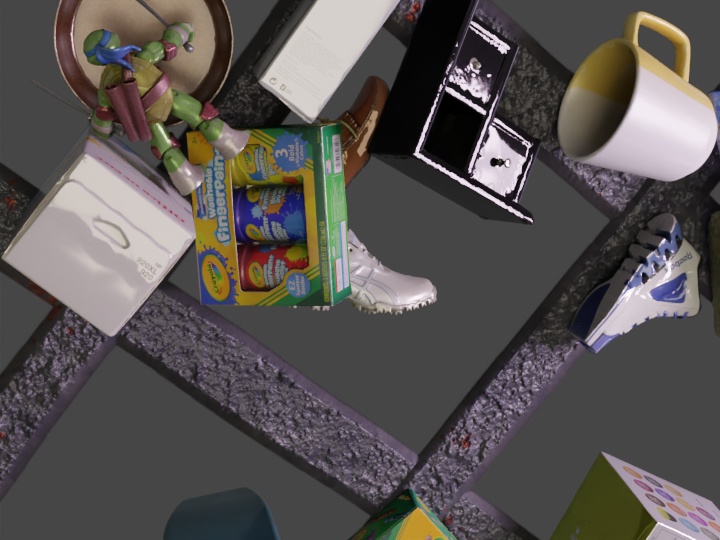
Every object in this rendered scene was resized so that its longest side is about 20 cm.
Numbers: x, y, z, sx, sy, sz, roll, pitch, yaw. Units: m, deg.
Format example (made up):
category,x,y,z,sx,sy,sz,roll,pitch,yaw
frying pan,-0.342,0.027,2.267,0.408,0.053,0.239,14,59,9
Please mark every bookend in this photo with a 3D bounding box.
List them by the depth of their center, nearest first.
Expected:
category,x,y,z,sx,sy,sz,roll,pitch,yaw
bookend,0.138,-0.184,1.342,0.199,0.092,0.200,27,81,-34

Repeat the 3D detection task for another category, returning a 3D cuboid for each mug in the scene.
category,x,y,z,sx,sy,sz,roll,pitch,yaw
mug,0.347,-0.194,1.374,0.152,0.150,0.188,18,109,-23

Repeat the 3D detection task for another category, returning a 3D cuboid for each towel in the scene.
category,x,y,z,sx,sy,sz,roll,pitch,yaw
towel,0.483,0.035,1.450,0.036,0.149,0.201,-15,114,-4

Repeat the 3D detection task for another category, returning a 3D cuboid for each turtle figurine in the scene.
category,x,y,z,sx,sy,sz,roll,pitch,yaw
turtle figurine,-0.220,-0.192,1.247,0.144,0.200,0.194,-50,114,-18

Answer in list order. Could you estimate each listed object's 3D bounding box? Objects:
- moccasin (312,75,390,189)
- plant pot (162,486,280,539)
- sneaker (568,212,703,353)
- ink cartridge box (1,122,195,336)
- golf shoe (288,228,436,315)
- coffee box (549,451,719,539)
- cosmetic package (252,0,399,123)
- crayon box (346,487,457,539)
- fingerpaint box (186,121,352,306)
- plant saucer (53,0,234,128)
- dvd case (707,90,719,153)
category,x,y,z,sx,sy,sz,roll,pitch,yaw
moccasin,-0.036,-0.143,1.358,0.077,0.074,0.202,30,109,-25
plant pot,-0.164,0.357,1.409,0.140,0.200,0.143,-10,107,-7
sneaker,0.370,0.039,1.474,0.115,0.081,0.200,37,95,-16
ink cartridge box,-0.282,-0.051,1.269,0.147,0.200,0.145,38,97,-17
golf shoe,0.000,0.000,1.403,0.198,0.078,0.098,4,100,-12
coffee box,0.375,0.396,1.517,0.197,0.200,0.201,25,101,-15
cosmetic package,-0.032,-0.275,1.296,0.081,0.113,0.200,36,99,-17
crayon box,0.085,0.402,1.541,0.119,0.058,0.200,-40,109,3
fingerpaint box,-0.103,-0.063,1.318,0.165,0.073,0.202,1,100,19
plant saucer,-0.243,-0.260,1.303,0.198,0.035,0.202,-3,106,-10
dvd case,0.511,-0.136,1.405,0.141,0.018,0.201,-3,64,-1
